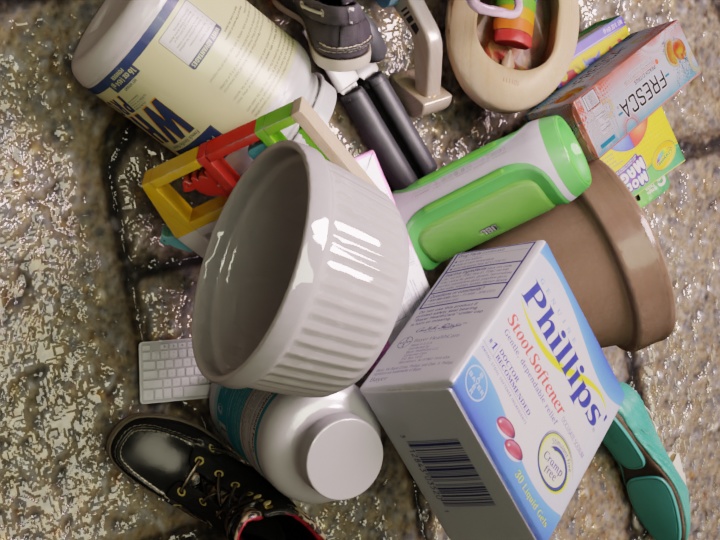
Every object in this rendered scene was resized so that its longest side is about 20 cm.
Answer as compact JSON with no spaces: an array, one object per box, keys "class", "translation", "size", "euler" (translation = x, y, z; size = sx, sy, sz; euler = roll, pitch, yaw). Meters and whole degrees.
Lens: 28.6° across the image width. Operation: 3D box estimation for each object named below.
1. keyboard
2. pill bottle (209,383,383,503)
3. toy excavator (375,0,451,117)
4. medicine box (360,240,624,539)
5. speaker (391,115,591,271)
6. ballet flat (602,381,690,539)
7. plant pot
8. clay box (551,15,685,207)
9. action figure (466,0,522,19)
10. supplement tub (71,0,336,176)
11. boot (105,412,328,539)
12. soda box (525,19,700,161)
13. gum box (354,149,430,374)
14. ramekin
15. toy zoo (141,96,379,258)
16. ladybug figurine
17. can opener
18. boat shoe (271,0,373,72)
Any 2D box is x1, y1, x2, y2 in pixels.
[{"class":"keyboard","translation":[-0.111,0.087,1.316],"size":[0.199,0.011,0.057],"euler":[-3,91,-27]},{"class":"pill bottle","translation":[-0.052,0.134,1.232],"size":[0.110,0.200,0.112],"euler":[-6,104,-24]},{"class":"toy excavator","translation":[0.042,-0.271,1.341],"size":[0.099,0.195,0.201],"euler":[-19,70,-26]},{"class":"medicine box","translation":[0.121,0.107,1.230],"size":[0.200,0.102,0.183],"euler":[-51,120,-40]},{"class":"speaker","translation":[0.113,-0.070,1.331],"size":[0.199,0.089,0.089],"euler":[-26,105,20]},{"class":"ballet flat","translation":[0.309,0.200,1.505],"size":[0.070,0.067,0.201],"euler":[-44,111,-36]},{"class":"plant pot","translation":[0.187,0.011,1.391],"size":[0.174,0.200,0.201],"euler":[-25,101,-6]},{"class":"clay box","translation":[0.266,-0.152,1.494],"size":[0.115,0.048,0.201],"euler":[-34,104,-24]},{"class":"action figure","translation":[0.135,-0.342,1.366],"size":[0.133,0.200,0.150],"euler":[8,117,-36]},{"class":"supplement tub","translation":[-0.134,-0.171,1.232],"size":[0.200,0.145,0.146],"euler":[36,74,-22]},{"class":"boot","translation":[-0.119,0.200,1.229],"size":[0.200,0.150,0.073],"euler":[36,86,-25]},{"class":"soda box","translation":[0.253,-0.176,1.404],"size":[0.200,0.068,0.064],"euler":[-37,107,-36]},{"class":"gum box","translation":[0.000,0.000,1.309],"size":[0.066,0.113,0.201],"euler":[-25,96,-26]},{"class":"ramekin","translation":[-0.045,0.006,1.129],"size":[0.105,0.200,0.202],"euler":[19,81,-26]},{"class":"toy zoo","translation":[-0.095,-0.062,1.214],"size":[0.131,0.199,0.021],"euler":[49,32,-35]},{"class":"ladybug figurine","translation":[0.147,-0.245,1.408],"size":[0.135,0.072,0.201],"euler":[14,73,-7]},{"class":"can opener","translation":[0.015,-0.168,1.353],"size":[0.053,0.067,0.201],"euler":[-38,106,-22]},{"class":"boat shoe","translation":[-0.036,-0.253,1.262],"size":[0.072,0.200,0.063],"euler":[-12,131,-13]}]
